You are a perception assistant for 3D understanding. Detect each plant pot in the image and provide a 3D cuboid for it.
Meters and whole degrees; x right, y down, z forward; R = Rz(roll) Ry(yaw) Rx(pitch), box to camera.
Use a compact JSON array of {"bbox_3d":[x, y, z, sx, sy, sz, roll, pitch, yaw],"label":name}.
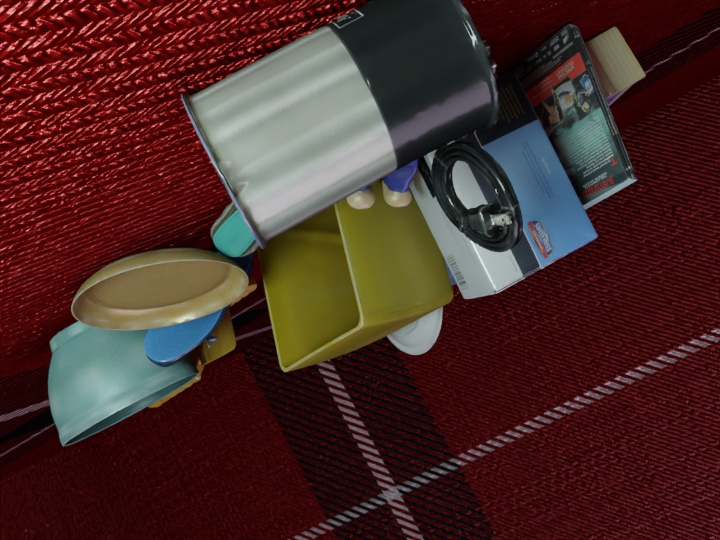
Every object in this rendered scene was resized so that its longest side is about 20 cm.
[{"bbox_3d":[-0.339,0.130,1.054,0.199,0.135,0.200,-29,176,-2],"label":"plant pot"},{"bbox_3d":[0.000,0.000,0.985,0.175,0.202,0.200,-1,160,-35],"label":"plant pot"},{"bbox_3d":[-0.228,0.020,0.888,0.198,0.028,0.200,-15,160,-5],"label":"plant pot"}]

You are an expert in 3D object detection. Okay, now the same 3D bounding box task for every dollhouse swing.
[{"bbox_3d":[-0.259,0.117,1.284,0.199,0.183,0.175,-32,154,33],"label":"dollhouse swing"}]

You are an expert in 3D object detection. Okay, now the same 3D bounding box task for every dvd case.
[{"bbox_3d":[0.231,-0.164,0.920,0.022,0.202,0.146,-1,158,-38],"label":"dvd case"}]

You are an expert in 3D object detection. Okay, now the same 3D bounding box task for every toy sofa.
[{"bbox_3d":[0.317,-0.259,1.121,0.097,0.083,0.200,-29,176,-5],"label":"toy sofa"}]

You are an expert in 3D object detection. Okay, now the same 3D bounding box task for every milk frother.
[{"bbox_3d":[0.006,-0.071,0.560,0.187,0.201,0.181,-28,179,-2],"label":"milk frother"}]

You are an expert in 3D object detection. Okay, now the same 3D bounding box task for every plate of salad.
[{"bbox_3d":[0.065,0.020,1.109,0.048,0.202,0.200,-12,168,-29],"label":"plate of salad"}]

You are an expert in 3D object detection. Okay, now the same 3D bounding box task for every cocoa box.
[{"bbox_3d":[0.142,-0.088,0.858,0.130,0.201,0.133,-26,178,-8],"label":"cocoa box"}]

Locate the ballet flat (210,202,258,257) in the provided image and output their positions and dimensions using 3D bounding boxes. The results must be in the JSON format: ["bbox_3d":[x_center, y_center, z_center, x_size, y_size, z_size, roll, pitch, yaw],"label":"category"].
[{"bbox_3d":[-0.097,-0.078,0.817,0.200,0.067,0.064,-33,-159,48],"label":"ballet flat"}]

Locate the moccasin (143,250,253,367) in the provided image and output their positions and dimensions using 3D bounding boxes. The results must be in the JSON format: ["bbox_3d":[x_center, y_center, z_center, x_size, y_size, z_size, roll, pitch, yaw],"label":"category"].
[{"bbox_3d":[-0.202,0.052,1.026,0.200,0.080,0.068,-48,169,-25],"label":"moccasin"}]

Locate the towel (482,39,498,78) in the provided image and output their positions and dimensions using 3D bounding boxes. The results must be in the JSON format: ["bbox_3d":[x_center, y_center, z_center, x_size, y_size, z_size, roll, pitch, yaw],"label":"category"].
[{"bbox_3d":[0.062,-0.172,0.852,0.199,0.031,0.149,-30,175,12],"label":"towel"}]

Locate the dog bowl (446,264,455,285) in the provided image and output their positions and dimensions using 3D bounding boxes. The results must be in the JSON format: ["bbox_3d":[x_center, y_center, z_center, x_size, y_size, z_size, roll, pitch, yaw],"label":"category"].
[{"bbox_3d":[0.074,-0.044,1.229,0.111,0.199,0.050,-28,140,-39],"label":"dog bowl"}]

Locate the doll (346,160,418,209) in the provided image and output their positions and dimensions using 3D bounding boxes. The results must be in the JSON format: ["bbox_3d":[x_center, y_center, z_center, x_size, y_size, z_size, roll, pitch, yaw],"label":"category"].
[{"bbox_3d":[0.032,-0.134,0.729,0.135,0.049,0.201,-4,151,-7],"label":"doll"}]
